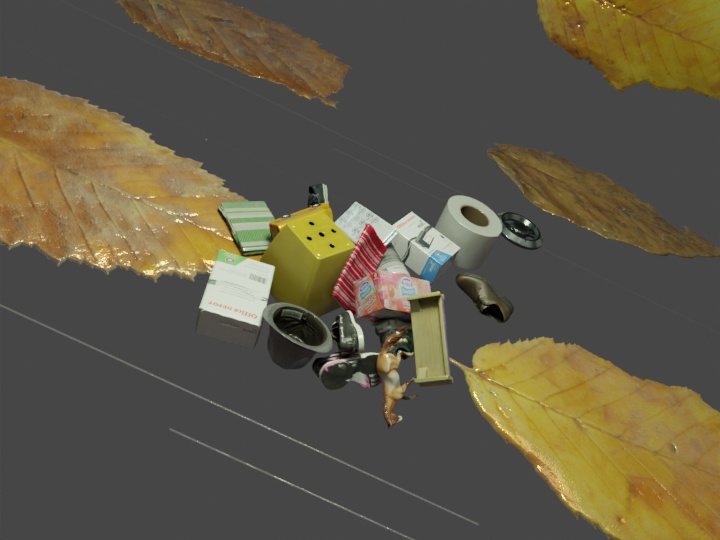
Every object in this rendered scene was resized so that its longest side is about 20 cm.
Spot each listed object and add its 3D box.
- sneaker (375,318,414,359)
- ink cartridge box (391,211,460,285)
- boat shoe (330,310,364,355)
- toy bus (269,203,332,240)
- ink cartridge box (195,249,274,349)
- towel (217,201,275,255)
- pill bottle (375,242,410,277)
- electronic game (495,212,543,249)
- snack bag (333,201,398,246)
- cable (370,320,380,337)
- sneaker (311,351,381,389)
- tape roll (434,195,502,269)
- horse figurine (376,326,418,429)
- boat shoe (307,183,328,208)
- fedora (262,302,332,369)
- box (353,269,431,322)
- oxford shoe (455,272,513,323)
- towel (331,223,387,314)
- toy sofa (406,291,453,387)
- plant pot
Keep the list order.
[{"bbox_3d":[0.116,0.178,1.434,0.195,0.077,0.095,8,70,-38],"label":"sneaker"},{"bbox_3d":[0.185,-0.071,1.738,0.198,0.086,0.144,38,38,15],"label":"ink cartridge box"},{"bbox_3d":[-0.041,0.145,1.325,0.058,0.077,0.200,-2,16,-14],"label":"boat shoe"},{"bbox_3d":[-0.154,-0.126,1.547,0.196,0.068,0.077,-24,22,-34],"label":"toy bus"},{"bbox_3d":[-0.285,0.064,1.305,0.141,0.086,0.204,17,39,-11],"label":"ink cartridge box"},{"bbox_3d":[-0.295,-0.120,1.567,0.148,0.024,0.202,-6,47,-36],"label":"towel"},{"bbox_3d":[0.054,-0.024,1.582,0.110,0.116,0.203,-1,45,-30],"label":"pill bottle"},{"bbox_3d":[0.582,-0.147,2.093,0.193,0.042,0.204,15,39,-12],"label":"electronic game"},{"bbox_3d":[-0.021,-0.082,1.566,0.200,0.022,0.187,-44,52,-11],"label":"snack bag"},{"bbox_3d":[0.089,0.117,1.493,0.194,0.051,0.099,-6,53,-36],"label":"cable"},{"bbox_3d":[-0.025,0.214,1.296,0.195,0.083,0.085,9,9,-40],"label":"sneaker"},{"bbox_3d":[0.342,-0.124,1.846,0.196,0.142,0.206,16,39,-13],"label":"tape roll"},{"bbox_3d":[0.081,0.235,1.290,0.130,0.208,0.049,-14,7,-41],"label":"horse figurine"},{"bbox_3d":[-0.129,-0.196,1.712,0.060,0.076,0.203,6,39,-12],"label":"boat shoe"},{"bbox_3d":[-0.150,0.155,1.258,0.173,0.092,0.201,28,16,-6],"label":"fedora"},{"bbox_3d":[0.085,0.072,1.415,0.196,0.101,0.098,12,64,-44],"label":"box"},{"bbox_3d":[0.360,0.079,1.678,0.197,0.074,0.084,36,40,12],"label":"oxford shoe"},{"bbox_3d":[0.000,0.000,1.429,0.022,0.145,0.205,20,75,27],"label":"towel"},{"bbox_3d":[0.163,0.159,1.307,0.080,0.097,0.208,-9,73,18],"label":"toy sofa"},{"bbox_3d":[-0.122,-0.023,1.426,0.197,0.180,0.200,-20,55,-43],"label":"plant pot"}]
